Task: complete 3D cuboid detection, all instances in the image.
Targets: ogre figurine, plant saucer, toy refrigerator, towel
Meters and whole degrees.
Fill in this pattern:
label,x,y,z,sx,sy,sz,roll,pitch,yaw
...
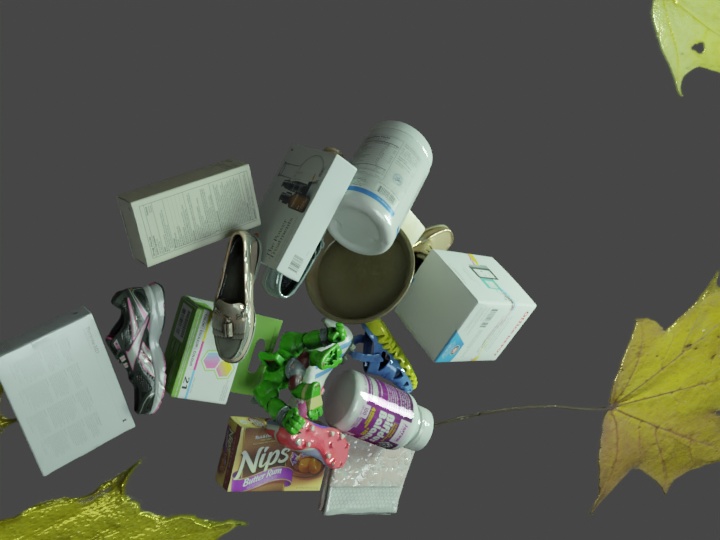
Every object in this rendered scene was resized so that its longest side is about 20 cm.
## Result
label,x,y,z,sx,sy,sz,roll,pitch,yaw
ogre figurine,-0.108,0.171,1.400,0.098,0.118,0.204,33,70,-57
plant saucer,0.000,0.000,1.423,0.202,0.198,0.030,-53,152,-10
toy refrigerator,0.021,-0.025,1.492,0.201,0.075,0.070,-53,125,-10
towel,0.020,0.390,1.638,0.197,0.032,0.195,12,96,-38

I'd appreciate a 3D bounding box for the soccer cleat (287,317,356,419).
label,x,y,z,sx,sy,sz,roll,pitch,yaw
soccer cleat,-0.091,0.177,1.485,0.086,0.070,0.202,37,81,-17

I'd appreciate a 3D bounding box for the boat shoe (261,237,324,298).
label,x,y,z,sx,sy,sz,roll,pitch,yaw
boat shoe,-0.093,-0.041,1.408,0.070,0.071,0.203,34,83,-36

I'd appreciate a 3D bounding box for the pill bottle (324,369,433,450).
label,x,y,z,sx,sy,sz,roll,pitch,yaw
pill bottle,0.038,0.269,1.550,0.198,0.112,0.114,25,89,-28

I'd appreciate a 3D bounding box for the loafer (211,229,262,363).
label,x,y,z,sx,sy,sz,roll,pitch,yaw
loafer,-0.196,0.038,1.267,0.063,0.070,0.205,40,56,-75

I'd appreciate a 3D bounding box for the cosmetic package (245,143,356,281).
label,x,y,z,sx,sy,sz,roll,pitch,yaw
cosmetic package,-0.105,-0.098,1.334,0.051,0.150,0.203,30,85,-34

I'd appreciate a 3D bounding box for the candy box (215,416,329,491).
label,x,y,z,sx,sy,sz,roll,pitch,yaw
candy box,-0.152,0.329,1.484,0.197,0.056,0.119,11,96,-38

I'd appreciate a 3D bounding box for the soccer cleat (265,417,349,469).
label,x,y,z,sx,sy,sz,roll,pitch,yaw
soccer cleat,-0.087,0.298,1.456,0.200,0.075,0.068,39,64,-52

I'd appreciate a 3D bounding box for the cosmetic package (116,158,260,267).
label,x,y,z,sx,sy,sz,roll,pitch,yaw
cosmetic package,-0.260,-0.092,1.275,0.197,0.073,0.106,-22,115,-28

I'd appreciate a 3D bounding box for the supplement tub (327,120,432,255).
label,x,y,z,sx,sy,sz,roll,pitch,yaw
supplement tub,0.031,-0.139,1.392,0.133,0.130,0.202,56,47,-32

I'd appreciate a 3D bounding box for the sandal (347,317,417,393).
label,x,y,z,sx,sy,sz,roll,pitch,yaw
sandal,0.039,0.167,1.568,0.086,0.080,0.201,-35,122,1

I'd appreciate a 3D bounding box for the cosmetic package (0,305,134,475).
label,x,y,z,sx,sy,sz,roll,pitch,yaw
cosmetic package,-0.440,0.177,1.230,0.149,0.051,0.204,-25,116,-25

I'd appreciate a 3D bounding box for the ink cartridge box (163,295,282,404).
label,x,y,z,sx,sy,sz,roll,pitch,yaw
ink cartridge box,-0.216,0.140,1.371,0.197,0.075,0.151,15,94,-36

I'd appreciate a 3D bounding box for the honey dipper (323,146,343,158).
label,x,y,z,sx,sy,sz,roll,pitch,yaw
honey dipper,-0.076,-0.112,1.383,0.038,0.038,0.204,34,64,-37

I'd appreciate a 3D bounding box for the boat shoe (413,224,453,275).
label,x,y,z,sx,sy,sz,roll,pitch,yaw
boat shoe,0.109,-0.017,1.558,0.198,0.069,0.075,-35,121,-22

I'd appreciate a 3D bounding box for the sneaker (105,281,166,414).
label,x,y,z,sx,sy,sz,roll,pitch,yaw
sneaker,-0.351,0.120,1.281,0.085,0.080,0.205,-2,94,-27

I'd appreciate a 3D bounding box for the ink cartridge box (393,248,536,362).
label,x,y,z,sx,sy,sz,roll,pitch,yaw
ink cartridge box,0.196,0.068,1.550,0.198,0.147,0.148,6,126,-47
